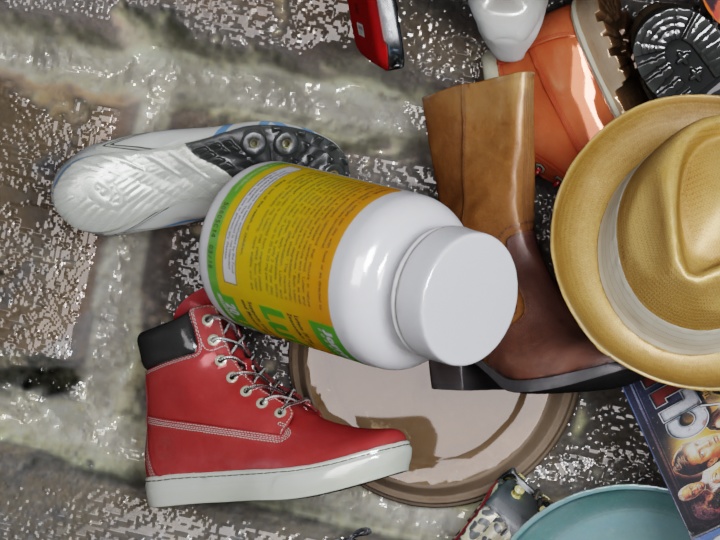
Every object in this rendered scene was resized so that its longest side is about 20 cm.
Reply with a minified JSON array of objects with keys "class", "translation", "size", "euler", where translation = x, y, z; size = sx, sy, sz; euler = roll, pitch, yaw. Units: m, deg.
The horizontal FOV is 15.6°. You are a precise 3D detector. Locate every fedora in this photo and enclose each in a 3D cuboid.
[{"class":"fedora","translation":[0.211,-0.028,1.566],"size":[0.200,0.082,0.201],"euler":[3,67,-7]}]

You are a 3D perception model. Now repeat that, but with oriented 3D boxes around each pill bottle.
[{"class":"pill bottle","translation":[0.000,0.000,1.644],"size":[0.200,0.111,0.111],"euler":[15,95,46]}]

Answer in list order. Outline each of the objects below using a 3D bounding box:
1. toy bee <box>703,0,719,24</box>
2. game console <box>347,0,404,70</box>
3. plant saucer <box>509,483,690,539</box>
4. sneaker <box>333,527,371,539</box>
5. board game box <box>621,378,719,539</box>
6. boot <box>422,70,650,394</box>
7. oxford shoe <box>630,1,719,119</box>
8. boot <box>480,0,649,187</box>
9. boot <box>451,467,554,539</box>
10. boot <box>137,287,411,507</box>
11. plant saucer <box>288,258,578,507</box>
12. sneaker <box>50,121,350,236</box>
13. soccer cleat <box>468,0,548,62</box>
[{"class":"toy bee","translation":[0.220,-0.207,1.670],"size":[0.109,0.200,0.131],"euler":[-39,125,26]},{"class":"game console","translation":[0.047,-0.223,1.655],"size":[0.118,0.200,0.173],"euler":[-10,98,-2]},{"class":"plant saucer","translation":[0.175,0.224,1.644],"size":[0.199,0.036,0.201],"euler":[3,103,11]},{"class":"sneaker","translation":[0.012,0.267,1.726],"size":[0.140,0.078,0.201],"euler":[-23,87,12]},{"class":"board game box","translation":[0.236,0.076,1.603],"size":[0.135,0.200,0.035],"euler":[-28,130,6]},{"class":"boot","translation":[0.110,-0.024,1.648],"size":[0.068,0.188,0.201],"euler":[0,90,-32]},{"class":"oxford shoe","translation":[0.238,-0.090,1.682],"size":[0.073,0.084,0.200],"euler":[-30,105,5]},{"class":"boot","translation":[0.149,-0.072,1.705],"size":[0.107,0.075,0.201],"euler":[-22,87,24]},{"class":"boot","translation":[0.158,0.173,1.693],"size":[0.154,0.073,0.204],"euler":[40,102,3]},{"class":"boot","translation":[-0.061,0.079,1.725],"size":[0.199,0.072,0.145],"euler":[-6,87,30]},{"class":"plant saucer","translation":[0.047,0.058,1.742],"size":[0.199,0.029,0.201],"euler":[0,90,12]},{"class":"sneaker","translation":[-0.107,-0.065,1.755],"size":[0.199,0.073,0.072],"euler":[-6,106,-3]},{"class":"soccer cleat","translation":[0.100,-0.229,1.694],"size":[0.069,0.078,0.201],"euler":[6,61,7]}]
